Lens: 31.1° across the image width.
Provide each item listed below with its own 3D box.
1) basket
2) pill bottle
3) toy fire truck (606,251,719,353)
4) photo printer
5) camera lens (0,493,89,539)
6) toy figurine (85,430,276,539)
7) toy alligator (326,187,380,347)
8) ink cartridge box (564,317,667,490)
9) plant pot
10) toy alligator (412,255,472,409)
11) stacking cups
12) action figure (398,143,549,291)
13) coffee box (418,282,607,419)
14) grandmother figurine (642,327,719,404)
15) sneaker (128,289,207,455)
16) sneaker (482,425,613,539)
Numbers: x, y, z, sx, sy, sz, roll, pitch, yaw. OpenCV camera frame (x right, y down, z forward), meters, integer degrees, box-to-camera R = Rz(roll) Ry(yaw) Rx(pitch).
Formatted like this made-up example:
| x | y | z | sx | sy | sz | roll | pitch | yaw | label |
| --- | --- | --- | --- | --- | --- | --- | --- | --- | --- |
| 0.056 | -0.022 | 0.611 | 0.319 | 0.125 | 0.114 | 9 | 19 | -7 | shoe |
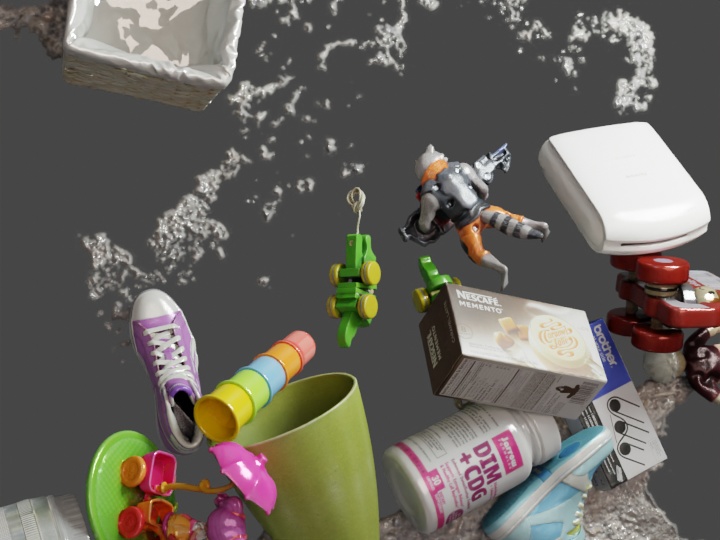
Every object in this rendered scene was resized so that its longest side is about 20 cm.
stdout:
| x | y | z | sx | sy | sz | roll | pitch | yaw | label |
| --- | --- | --- | --- | --- | --- | --- | --- | --- | --- |
| -0.245 | -0.309 | 1.542 | 0.197 | 0.161 | 0.202 | 11 | 77 | -13 | basket |
| 0.137 | 0.226 | 1.581 | 0.199 | 0.113 | 0.114 | -25 | 88 | -18 | pill bottle |
| 0.413 | 0.033 | 1.651 | 0.167 | 0.200 | 0.113 | -2 | 102 | -12 | toy fire truck |
| 0.341 | -0.102 | 1.665 | 0.165 | 0.070 | 0.201 | -9 | 46 | -16 | photo printer |
| -0.387 | 0.339 | 1.393 | 0.199 | 0.160 | 0.161 | -16 | 85 | -17 | camera lens |
| -0.176 | 0.258 | 1.376 | 0.150 | 0.183 | 0.201 | 33 | 51 | -53 | toy figurine |
| 0.000 | 0.000 | 1.616 | 0.054 | 0.059 | 0.202 | 23 | 69 | -54 | toy alligator |
| 0.309 | 0.173 | 1.674 | 0.094 | 0.044 | 0.201 | -23 | 87 | -19 | ink cartridge box |
| -0.055 | 0.250 | 1.506 | 0.186 | 0.187 | 0.201 | -25 | 103 | -18 | plant pot |
| 0.114 | 0.076 | 1.623 | 0.059 | 0.054 | 0.201 | -15 | 85 | -16 | toy alligator |
| -0.118 | 0.124 | 1.510 | 0.061 | 0.060 | 0.200 | 50 | 36 | -3 | stacking cups |
| 0.153 | -0.095 | 1.640 | 0.193 | 0.105 | 0.200 | 39 | 68 | 8 | action figure |
| 0.180 | 0.097 | 1.549 | 0.199 | 0.080 | 0.115 | 12 | 42 | -22 | coffee box |
| 0.471 | 0.127 | 1.723 | 0.198 | 0.061 | 0.122 | 3 | 53 | -12 | grandmother figurine |
| -0.215 | 0.112 | 1.504 | 0.072 | 0.114 | 0.202 | -16 | 84 | -16 | sneaker |
| 0.263 | 0.297 | 1.615 | 0.200 | 0.080 | 0.131 | -42 | 95 | 2 | sneaker |
